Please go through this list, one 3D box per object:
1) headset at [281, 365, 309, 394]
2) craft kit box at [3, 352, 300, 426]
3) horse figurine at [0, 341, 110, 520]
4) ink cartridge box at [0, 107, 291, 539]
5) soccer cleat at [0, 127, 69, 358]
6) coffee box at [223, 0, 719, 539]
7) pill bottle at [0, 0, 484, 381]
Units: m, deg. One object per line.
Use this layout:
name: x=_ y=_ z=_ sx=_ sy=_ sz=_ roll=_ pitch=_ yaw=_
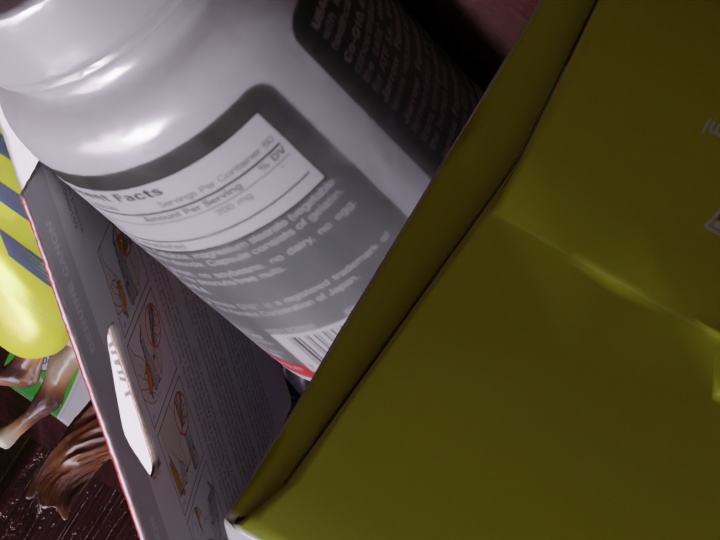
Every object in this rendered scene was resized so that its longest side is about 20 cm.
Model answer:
headset: x=0.017 y=0.045 z=1.129 sx=0.124 sy=0.094 sz=0.200 roll=54 pitch=163 yaw=14
craft kit box: x=-0.051 y=0.089 z=1.262 sx=0.197 sy=0.049 sz=0.200 roll=28 pitch=-170 yaw=29
horse figurine: x=-0.136 y=-0.006 z=0.969 sx=0.200 sy=0.132 sz=0.050 roll=60 pitch=-167 yaw=-1
ink cartridge box: x=-0.084 y=0.016 z=0.870 sx=0.045 sy=0.176 sz=0.200 roll=-6 pitch=120 yaw=16
soccer cleat: x=-0.149 y=-0.057 z=0.883 sx=0.065 sy=0.084 sz=0.200 roll=2 pitch=111 yaw=30
coffee box: x=0.103 y=0.041 z=0.594 sx=0.200 sy=0.200 sz=0.198 roll=30 pitch=167 yaw=6
pill bottle: x=-0.040 y=-0.057 z=0.763 sx=0.114 sy=0.114 sz=0.200 roll=19 pitch=162 yaw=46
